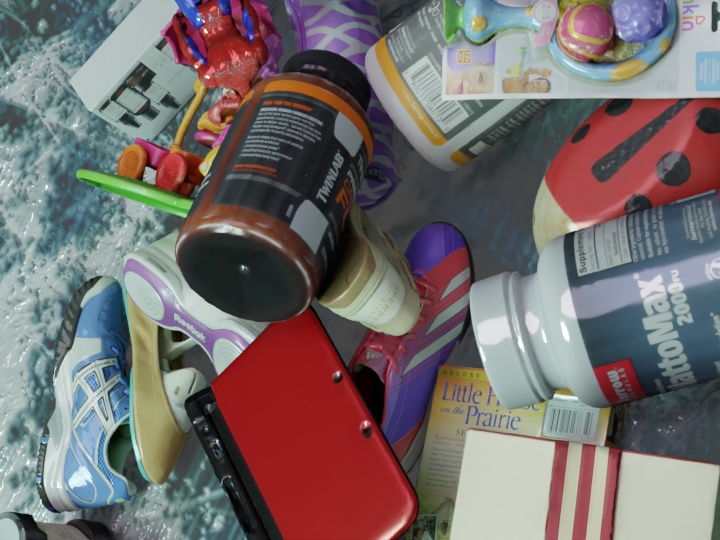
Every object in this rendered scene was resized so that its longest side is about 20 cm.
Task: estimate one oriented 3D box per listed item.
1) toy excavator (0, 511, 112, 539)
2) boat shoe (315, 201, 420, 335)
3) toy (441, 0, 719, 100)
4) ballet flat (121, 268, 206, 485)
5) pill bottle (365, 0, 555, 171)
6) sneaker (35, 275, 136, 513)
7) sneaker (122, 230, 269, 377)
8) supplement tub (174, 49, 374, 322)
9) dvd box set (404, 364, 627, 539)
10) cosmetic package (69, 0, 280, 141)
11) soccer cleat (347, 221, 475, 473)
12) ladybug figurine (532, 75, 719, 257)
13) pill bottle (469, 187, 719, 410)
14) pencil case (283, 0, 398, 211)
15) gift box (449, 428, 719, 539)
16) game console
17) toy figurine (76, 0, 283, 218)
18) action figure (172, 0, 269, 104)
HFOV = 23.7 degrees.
[{"bbox_3d":[-0.283,0.286,1.380,0.194,0.100,0.201,34,101,38],"label":"toy excavator"},{"bbox_3d":[0.000,0.000,1.255,0.072,0.065,0.200,-54,16,6],"label":"boat shoe"},{"bbox_3d":[0.152,-0.178,1.178,0.199,0.047,0.116,0,78,16],"label":"toy"},{"bbox_3d":[-0.156,0.072,1.392,0.063,0.069,0.201,-15,65,12],"label":"ballet flat"},{"bbox_3d":[0.111,-0.174,1.279,0.200,0.116,0.117,-36,57,16],"label":"pill bottle"},{"bbox_3d":[-0.212,0.103,1.420,0.076,0.076,0.201,0,74,14],"label":"sneaker"},{"bbox_3d":[-0.093,0.033,1.355,0.200,0.099,0.075,41,141,17],"label":"sneaker"},{"bbox_3d":[-0.053,-0.068,1.229,0.106,0.107,0.201,-6,45,31],"label":"supplement tub"},{"bbox_3d":[0.102,0.171,1.204,0.146,0.029,0.201,3,74,33],"label":"dvd box set"},{"bbox_3d":[-0.152,-0.206,1.483,0.200,0.082,0.051,-46,55,10],"label":"cosmetic package"},{"bbox_3d":[0.030,0.054,1.270,0.068,0.073,0.201,12,79,35],"label":"soccer cleat"},{"bbox_3d":[0.199,-0.071,1.209,0.200,0.072,0.136,-44,54,11],"label":"ladybug figurine"},{"bbox_3d":[0.180,0.025,1.133,0.199,0.120,0.120,-17,63,15],"label":"pill bottle"},{"bbox_3d":[-0.020,-0.142,1.370,0.084,0.085,0.201,133,138,-53],"label":"pencil case"},{"bbox_3d":[0.129,0.207,1.049,0.183,0.200,0.188,5,77,22],"label":"gift box"},{"bbox_3d":[-0.035,0.158,1.243,0.118,0.173,0.201,-26,56,-6],"label":"game console"},{"bbox_3d":[-0.115,-0.134,1.371,0.199,0.150,0.185,16,87,48],"label":"toy figurine"},{"bbox_3d":[-0.117,-0.204,1.321,0.065,0.052,0.201,-23,73,-4],"label":"action figure"}]
